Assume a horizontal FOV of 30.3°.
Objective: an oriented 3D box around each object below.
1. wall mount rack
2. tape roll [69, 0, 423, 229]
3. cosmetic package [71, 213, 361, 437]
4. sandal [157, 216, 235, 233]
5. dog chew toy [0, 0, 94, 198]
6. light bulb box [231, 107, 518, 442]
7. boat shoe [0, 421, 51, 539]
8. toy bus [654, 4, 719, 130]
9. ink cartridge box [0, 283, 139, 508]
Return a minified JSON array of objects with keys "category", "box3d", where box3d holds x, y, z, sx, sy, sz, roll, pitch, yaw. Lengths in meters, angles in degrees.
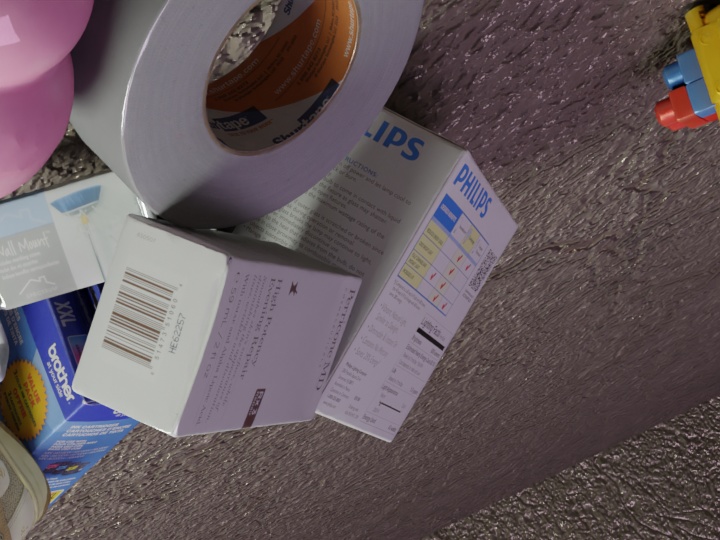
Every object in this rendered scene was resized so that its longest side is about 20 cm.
[{"category":"wall mount rack","box3d":[-0.184,-0.035,0.774,0.197,0.176,0.075,-17,-158,-2]},{"category":"tape roll","box3d":[-0.059,-0.122,0.692,0.199,0.066,0.201,-34,149,-24]},{"category":"cosmetic package","box3d":[-0.075,0.033,0.766,0.200,0.073,0.103,7,103,-69]},{"category":"sandal","box3d":[-0.112,-0.007,0.859,0.075,0.048,0.203,30,79,-46]},{"category":"dog chew toy","box3d":[-0.172,-0.121,0.574,0.124,0.125,0.201,-10,146,-40]},{"category":"light bulb box","box3d":[0.000,0.000,0.968,0.201,0.124,0.198,-59,159,-3]},{"category":"boat shoe","box3d":[-0.282,0.100,0.855,0.073,0.202,0.063,-23,-162,31]},{"category":"toy bus","box3d":[0.351,-0.173,1.136,0.191,0.137,0.199,-23,168,30]},{"category":"ink cartridge box","box3d":[-0.219,0.065,0.930,0.200,0.138,0.076,-41,155,32]}]
